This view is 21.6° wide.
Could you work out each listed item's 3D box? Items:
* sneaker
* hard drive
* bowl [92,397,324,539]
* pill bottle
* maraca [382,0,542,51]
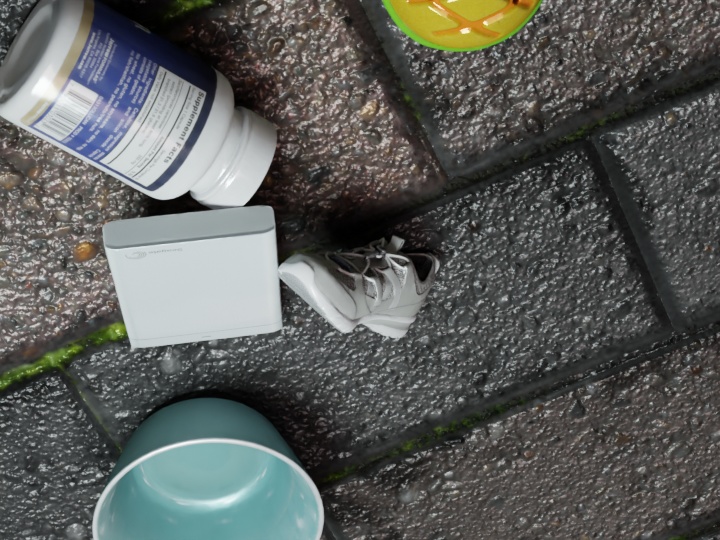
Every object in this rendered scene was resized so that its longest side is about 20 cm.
[{"bbox_3d":[0.000,0.000,1.540,0.082,0.075,0.200,-54,158,11],"label":"sneaker"},{"bbox_3d":[-0.131,0.008,1.528,0.132,0.027,0.200,-6,155,-3],"label":"hard drive"},{"bbox_3d":[-0.137,0.191,1.672,0.200,0.105,0.201,-5,128,-6],"label":"bowl"},{"bbox_3d":[-0.166,-0.122,1.430,0.200,0.111,0.111,29,118,-27],"label":"pill bottle"},{"bbox_3d":[0.080,-0.252,1.373,0.137,0.107,0.200,-1,121,-10],"label":"maraca"}]
